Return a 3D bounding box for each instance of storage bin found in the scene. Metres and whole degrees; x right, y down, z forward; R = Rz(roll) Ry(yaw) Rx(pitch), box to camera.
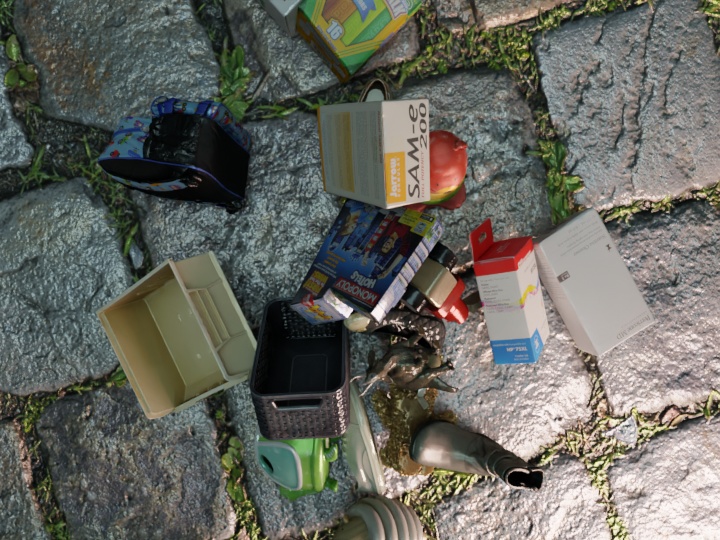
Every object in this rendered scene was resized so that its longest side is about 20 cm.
[{"bbox_3d":[-0.083,0.138,0.801,0.131,0.203,0.096,-3,128,1],"label":"storage bin"},{"bbox_3d":[-0.277,0.105,0.824,0.197,0.093,0.203,-27,89,30],"label":"storage bin"}]

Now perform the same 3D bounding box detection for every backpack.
[{"bbox_3d":[-0.287,-0.179,0.827,0.194,0.182,0.139,6,82,13],"label":"backpack"}]

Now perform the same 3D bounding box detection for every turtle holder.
[{"bbox_3d":[-0.096,0.277,0.854,0.127,0.187,0.145,2,59,1],"label":"turtle holder"}]

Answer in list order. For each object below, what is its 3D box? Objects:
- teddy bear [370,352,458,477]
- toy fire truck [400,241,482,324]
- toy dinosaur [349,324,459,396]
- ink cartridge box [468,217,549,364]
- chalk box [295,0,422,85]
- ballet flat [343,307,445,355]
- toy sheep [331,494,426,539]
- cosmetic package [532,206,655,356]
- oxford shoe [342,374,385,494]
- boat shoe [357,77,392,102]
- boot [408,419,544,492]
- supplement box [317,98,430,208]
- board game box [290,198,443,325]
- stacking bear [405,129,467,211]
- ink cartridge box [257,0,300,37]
[{"bbox_3d":[0.085,0.227,0.881,0.140,0.067,0.207,-11,84,-8],"label":"teddy bear"},{"bbox_3d":[0.114,0.021,0.842,0.130,0.175,0.200,-51,129,-7],"label":"toy fire truck"},{"bbox_3d":[0.078,0.146,0.816,0.101,0.198,0.079,-34,52,28],"label":"toy dinosaur"},{"bbox_3d":[0.230,0.025,0.821,0.066,0.116,0.206,-8,103,32],"label":"ink cartridge box"},{"bbox_3d":[0.010,-0.412,0.826,0.200,0.124,0.125,-45,104,2],"label":"chalk box"},{"bbox_3d":[0.060,0.092,0.821,0.196,0.066,0.059,12,69,-34],"label":"ballet flat"},{"bbox_3d":[0.032,0.426,0.845,0.197,0.136,0.142,17,91,-42],"label":"toy sheep"},{"bbox_3d":[0.363,0.019,0.858,0.111,0.081,0.203,-31,89,-1],"label":"cosmetic package"},{"bbox_3d":[-0.007,0.270,0.873,0.056,0.075,0.206,-13,94,4],"label":"oxford shoe"},{"bbox_3d":[0.010,-0.211,0.865,0.073,0.072,0.207,6,91,1],"label":"boat shoe"},{"bbox_3d":[0.179,0.281,0.803,0.196,0.129,0.070,17,85,-32],"label":"boot"},{"bbox_3d":[0.014,-0.166,0.740,0.072,0.199,0.130,-12,109,-25],"label":"supplement box"},{"bbox_3d":[0.000,0.000,0.756,0.062,0.198,0.202,42,80,-38],"label":"board game box"},{"bbox_3d":[0.111,-0.152,0.800,0.117,0.200,0.118,-9,91,1],"label":"stacking bear"},{"bbox_3d":[-0.132,-0.511,0.858,0.145,0.084,0.200,-44,90,1],"label":"ink cartridge box"}]
